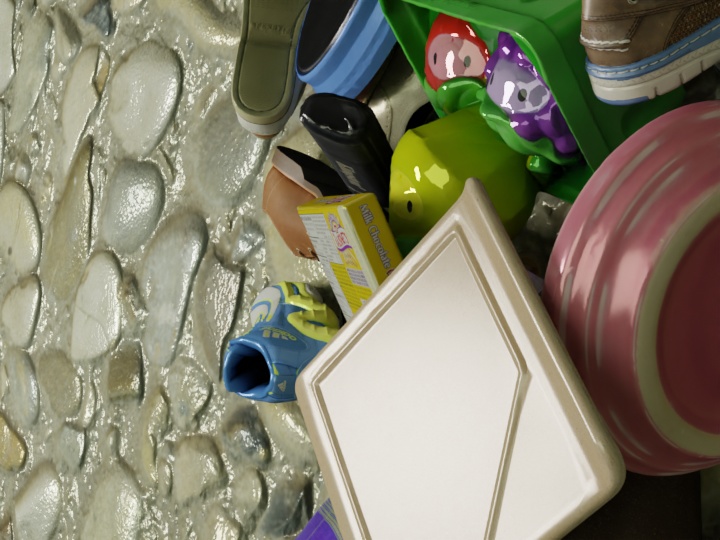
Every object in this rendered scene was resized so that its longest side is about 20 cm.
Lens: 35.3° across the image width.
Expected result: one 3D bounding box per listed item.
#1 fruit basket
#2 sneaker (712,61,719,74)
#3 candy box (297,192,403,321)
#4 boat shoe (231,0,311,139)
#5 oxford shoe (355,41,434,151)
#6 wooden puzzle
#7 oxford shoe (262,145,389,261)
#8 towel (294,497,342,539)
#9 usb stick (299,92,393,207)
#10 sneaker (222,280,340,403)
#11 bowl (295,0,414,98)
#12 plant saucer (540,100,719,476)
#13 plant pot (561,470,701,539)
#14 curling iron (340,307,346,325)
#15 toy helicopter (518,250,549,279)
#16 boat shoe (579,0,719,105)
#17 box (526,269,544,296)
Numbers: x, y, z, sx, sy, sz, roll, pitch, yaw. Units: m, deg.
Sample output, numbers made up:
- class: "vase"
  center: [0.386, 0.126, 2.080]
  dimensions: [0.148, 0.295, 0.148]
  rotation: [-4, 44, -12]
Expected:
- class: "fruit basket"
  center: [0.075, -0.093, 0.716]
  dimensions: [0.213, 0.156, 0.217]
  rotation: [-24, 32, 16]
- class: "sneaker"
  center: [0.251, -0.112, 0.614]
  dimensions: [0.200, 0.085, 0.078]
  rotation: [46, 119, 40]
- class: "candy box"
  center: [0.000, 0.000, 0.755]
  dimensions: [0.200, 0.026, 0.104]
  rotation: [-163, 51, -79]
- class: "boat shoe"
  center: [-0.069, -0.212, 0.985]
  dimensions: [0.068, 0.074, 0.203]
  rotation: [93, -168, -74]
- class: "oxford shoe"
  center: [0.060, -0.172, 0.860]
  dimensions: [0.074, 0.071, 0.201]
  rotation: [40, 120, 17]
- class: "wooden puzzle"
  center: [0.043, 0.083, 0.599]
  dimensions: [0.201, 0.037, 0.187]
  rotation: [-52, 44, 34]
- class: "oxford shoe"
  center: [-0.024, -0.033, 0.924]
  dimensions: [0.200, 0.071, 0.072]
  rotation: [43, 112, 52]
- class: "towel"
  center: [-0.027, 0.277, 0.923]
  dimensions: [0.201, 0.023, 0.145]
  rotation: [-52, 51, 38]
- class: "usb stick"
  center: [-0.001, -0.083, 0.820]
  dimensions: [0.055, 0.200, 0.033]
  rotation: [17, 84, 11]
- class: "sneaker"
  center: [-0.073, 0.055, 0.922]
  dimensions: [0.199, 0.104, 0.077]
  rotation: [25, 112, 61]
- class: "bowl"
  center: [0.005, -0.227, 0.865]
  dimensions: [0.201, 0.039, 0.202]
  rotation: [-55, 22, 36]
- class: "plant saucer"
  center: [0.186, 0.017, 0.586]
  dimensions: [0.051, 0.198, 0.204]
  rotation: [30, 109, 60]
- class: "plant pot"
  center: [0.127, 0.174, 0.677]
  dimensions: [0.185, 0.186, 0.203]
  rotation: [11, 80, 47]
- class: "curling iron"
  center: [0.008, 0.087, 0.907]
  dimensions: [0.050, 0.025, 0.203]
  rotation: [133, 129, -60]
- class: "toy helicopter"
  center: [0.080, 0.075, 0.814]
  dimensions: [0.132, 0.078, 0.202]
  rotation: [39, 104, 52]
- class: "boat shoe"
  center: [0.201, -0.168, 0.607]
  dimensions: [0.072, 0.199, 0.073]
  rotation: [31, 152, 54]
- class: "box"
  center: [0.074, 0.064, 0.698]
  dimensions: [0.137, 0.039, 0.200]
  rotation: [-52, 21, 1]
